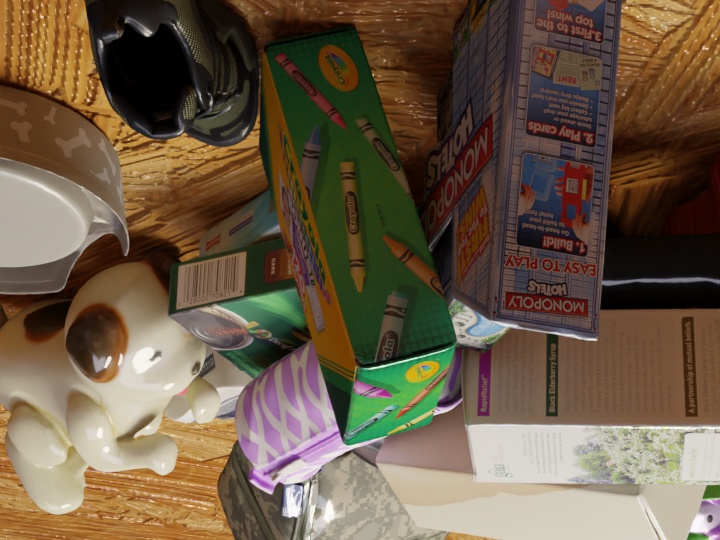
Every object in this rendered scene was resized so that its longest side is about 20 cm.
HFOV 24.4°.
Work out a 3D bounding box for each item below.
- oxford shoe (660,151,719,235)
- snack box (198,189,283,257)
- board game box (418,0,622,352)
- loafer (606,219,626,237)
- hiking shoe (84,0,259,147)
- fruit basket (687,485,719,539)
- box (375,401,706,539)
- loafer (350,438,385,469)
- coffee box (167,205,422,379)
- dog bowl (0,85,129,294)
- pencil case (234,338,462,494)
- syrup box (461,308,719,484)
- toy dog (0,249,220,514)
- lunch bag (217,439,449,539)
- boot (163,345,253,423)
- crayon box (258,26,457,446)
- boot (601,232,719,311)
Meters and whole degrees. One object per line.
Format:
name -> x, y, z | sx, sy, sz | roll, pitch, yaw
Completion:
oxford shoe -> 0.242, -0.017, 1.068 | 0.072, 0.072, 0.200 | 5, 154, -11
snack box -> 0.000, 0.000, 1.169 | 0.199, 0.037, 0.116 | 20, 149, -31
board game box -> 0.076, -0.041, 0.886 | 0.061, 0.202, 0.200 | 10, 153, -15
loafer -> 0.139, -0.007, 1.098 | 0.067, 0.071, 0.201 | -5, 153, 19
hiking shoe -> -0.107, -0.105, 0.891 | 0.075, 0.102, 0.200 | -3, 154, 15
fruit basket -> 0.246, 0.236, 1.441 | 0.213, 0.218, 0.156 | -7, 153, 21
box -> 0.121, 0.123, 1.092 | 0.198, 0.095, 0.078 | 1, 138, 36
loafer -> 0.032, 0.120, 1.232 | 0.199, 0.072, 0.063 | 27, 168, -1
coffee box -> -0.016, 0.019, 1.115 | 0.198, 0.044, 0.123 | -12, 150, 25
dog bowl -> -0.244, -0.052, 1.069 | 0.198, 0.059, 0.201 | 3, 154, 2
pencil case -> -0.009, 0.081, 1.092 | 0.084, 0.086, 0.200 | 37, 141, -16
syrup box -> 0.161, 0.074, 0.979 | 0.198, 0.082, 0.079 | 0, 147, 9
toy dog -> -0.185, 0.061, 1.235 | 0.139, 0.195, 0.200 | -33, -179, -39
lunch bag -> -0.003, 0.163, 1.356 | 0.198, 0.140, 0.168 | -9, 146, -30
boot -> -0.075, 0.070, 1.307 | 0.090, 0.074, 0.199 | 4, 161, -33
crayon box -> -0.006, -0.019, 0.940 | 0.058, 0.202, 0.119 | -12, 156, -10
boot -> 0.213, -0.014, 0.971 | 0.198, 0.066, 0.166 | 0, 141, 14
